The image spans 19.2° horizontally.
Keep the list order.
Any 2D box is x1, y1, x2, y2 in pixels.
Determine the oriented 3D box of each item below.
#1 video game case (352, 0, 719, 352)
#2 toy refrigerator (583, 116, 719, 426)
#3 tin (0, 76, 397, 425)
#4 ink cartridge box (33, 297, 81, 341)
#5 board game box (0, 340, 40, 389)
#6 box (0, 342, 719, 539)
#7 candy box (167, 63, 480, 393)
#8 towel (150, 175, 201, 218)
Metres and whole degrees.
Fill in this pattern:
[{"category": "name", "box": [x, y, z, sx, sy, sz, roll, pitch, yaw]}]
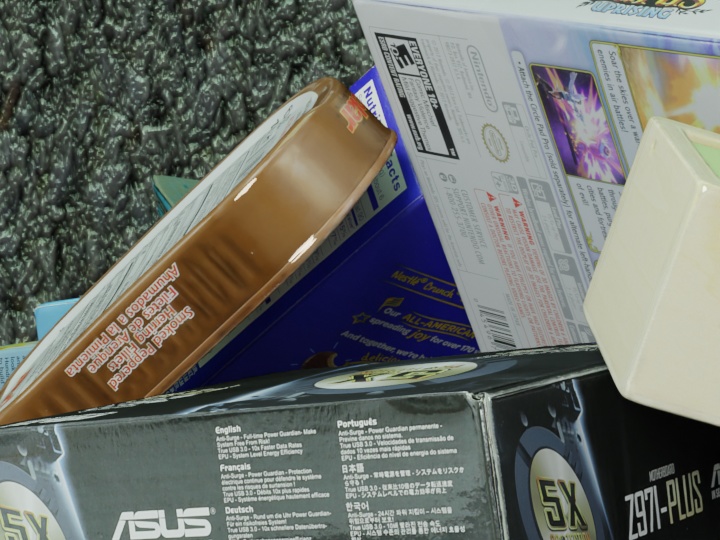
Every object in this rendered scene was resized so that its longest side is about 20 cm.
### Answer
[{"category": "video game case", "box": [0.100, -0.011, 0.728, 0.045, 0.201, 0.181, -39, 34, -28]}, {"category": "toy refrigerator", "box": [0.171, 0.018, 0.600, 0.198, 0.071, 0.076, 17, 16, -7]}, {"category": "tin", "box": [-0.068, 0.006, 0.784, 0.200, 0.042, 0.112, -43, 6, 18]}, {"category": "ink cartridge box", "box": [-0.096, 0.069, 1.398, 0.198, 0.127, 0.129, -7, 0, 7]}, {"category": "board game box", "box": [-0.142, 0.085, 1.060, 0.199, 0.106, 0.103, -6, 0, 38]}, {"category": "box", "box": [0.001, 0.075, 0.658, 0.199, 0.087, 0.163, -7, 1, 35]}, {"category": "candy box", "box": [0.008, 0.018, 0.903, 0.168, 0.078, 0.200, 18, -47, -44]}, {"category": "towel", "box": [0.000, 0.000, 1.078, 0.198, 0.022, 0.147, 8, 23, -20]}]
